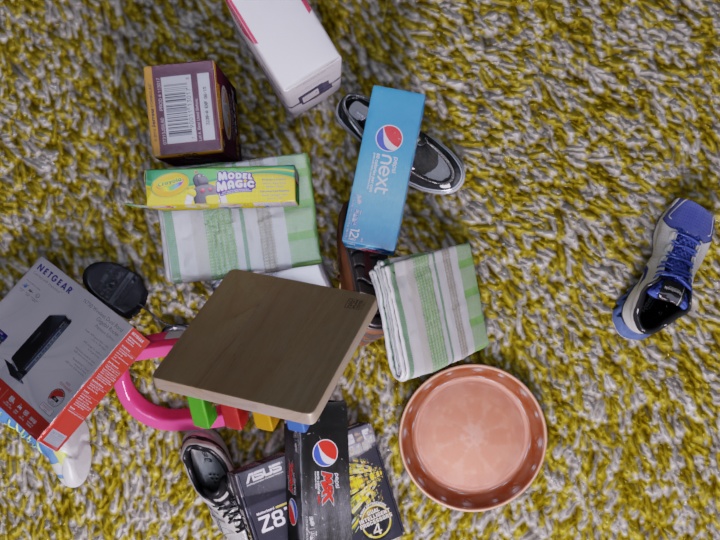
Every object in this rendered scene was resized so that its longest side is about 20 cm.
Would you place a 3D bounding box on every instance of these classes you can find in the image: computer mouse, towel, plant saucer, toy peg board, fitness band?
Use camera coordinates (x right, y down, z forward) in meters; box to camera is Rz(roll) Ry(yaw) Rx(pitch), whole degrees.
[{"bbox_3d":[-0.289,0.055,1.347,0.200,0.034,0.059,37,69,-5],"label":"computer mouse"},{"bbox_3d":[0.091,0.049,1.265,0.031,0.200,0.149,-8,93,38],"label":"towel"},{"bbox_3d":[0.151,0.224,1.342,0.200,0.032,0.200,0,92,1],"label":"plant saucer"},{"bbox_3d":[-0.102,0.111,1.169,0.199,0.200,0.098,10,132,19],"label":"toy peg board"},{"bbox_3d":[-0.155,-0.066,1.262,0.200,0.031,0.149,-7,92,-1],"label":"towel"},{"bbox_3d":[-0.234,0.148,1.301,0.200,0.037,0.144,-8,119,19],"label":"fitness band"}]

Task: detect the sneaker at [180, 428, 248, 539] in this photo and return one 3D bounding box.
[{"bbox_3d":[-0.182,0.305,1.321,0.076,0.088,0.200,-35,92,0],"label":"sneaker"}]

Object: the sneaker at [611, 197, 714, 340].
[{"bbox_3d":[0.409,0.007,1.290,0.081,0.115,0.200,28,92,-1],"label":"sneaker"}]

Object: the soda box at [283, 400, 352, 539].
[{"bbox_3d":[-0.054,0.265,1.250,0.071,0.063,0.200,0,84,-23],"label":"soda box"}]

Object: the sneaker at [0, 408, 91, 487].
[{"bbox_3d":[-0.434,0.203,1.333,0.105,0.076,0.200,-20,79,11],"label":"sneaker"}]

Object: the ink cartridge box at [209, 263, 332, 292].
[{"bbox_3d":[-0.122,0.005,1.313,0.146,0.085,0.200,-22,92,1],"label":"ink cartridge box"}]

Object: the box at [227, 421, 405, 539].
[{"bbox_3d":[-0.056,0.307,1.304,0.200,0.049,0.161,-17,89,-23],"label":"box"}]

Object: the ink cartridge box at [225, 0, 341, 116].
[{"bbox_3d":[-0.094,-0.287,1.248,0.084,0.200,0.145,-31,91,-1],"label":"ink cartridge box"}]

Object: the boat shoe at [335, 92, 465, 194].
[{"bbox_3d":[0.050,-0.165,1.312,0.200,0.071,0.072,32,92,0],"label":"boat shoe"}]

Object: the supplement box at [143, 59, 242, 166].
[{"bbox_3d":[-0.206,-0.191,1.251,0.086,0.200,0.110,-5,91,0],"label":"supplement box"}]

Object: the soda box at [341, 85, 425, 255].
[{"bbox_3d":[0.030,-0.123,1.241,0.068,0.064,0.200,11,86,3],"label":"soda box"}]

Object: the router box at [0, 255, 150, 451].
[{"bbox_3d":[-0.400,0.103,1.273,0.200,0.049,0.180,31,76,29],"label":"router box"}]

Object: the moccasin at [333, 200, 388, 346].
[{"bbox_3d":[0.002,0.000,1.304,0.074,0.078,0.202,-1,67,-26],"label":"moccasin"}]

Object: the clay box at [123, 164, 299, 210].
[{"bbox_3d":[-0.175,-0.098,1.188,0.200,0.115,0.048,-1,91,-2],"label":"clay box"}]
